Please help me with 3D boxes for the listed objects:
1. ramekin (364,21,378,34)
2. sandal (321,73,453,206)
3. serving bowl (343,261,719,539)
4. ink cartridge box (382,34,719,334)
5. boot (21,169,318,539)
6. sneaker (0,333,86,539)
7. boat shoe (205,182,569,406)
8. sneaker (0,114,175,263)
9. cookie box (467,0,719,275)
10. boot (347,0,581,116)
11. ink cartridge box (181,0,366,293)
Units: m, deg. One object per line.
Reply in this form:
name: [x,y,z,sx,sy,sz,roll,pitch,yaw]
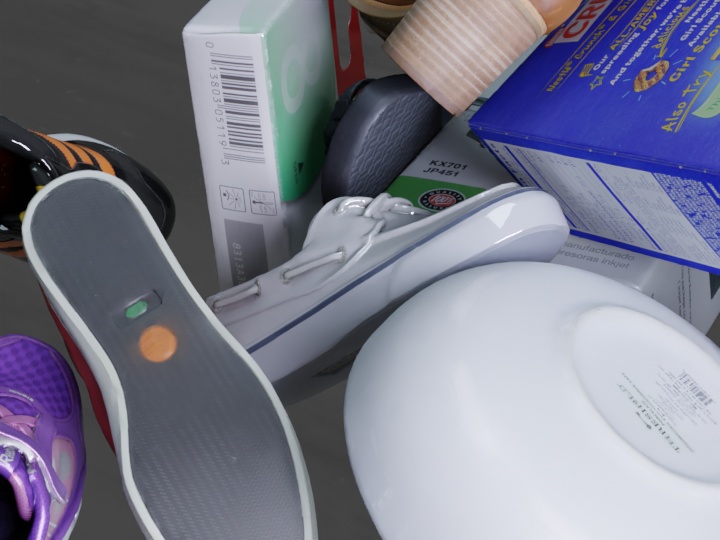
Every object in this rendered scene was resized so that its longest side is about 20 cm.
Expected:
ramekin: [0.098,-0.184,1.088,0.200,0.095,0.202,-2,8,0]
sandal: [0.008,-0.059,0.940,0.043,0.076,0.200,33,4,9]
serving bowl: [0.095,0.067,0.713,0.199,0.066,0.201,23,36,-18]
ink cartridge box: [0.106,-0.027,0.924,0.145,0.084,0.200,12,38,26]
boot: [-0.078,0.067,0.832,0.072,0.144,0.201,-26,74,-11]
sneaker: [-0.149,0.088,0.776,0.080,0.089,0.201,24,36,-8]
boat shoe: [0.000,0.000,0.825,0.199,0.066,0.073,-29,-18,34]
sneaker: [-0.156,-0.032,0.927,0.199,0.070,0.090,21,7,-45]
cookie box: [0.162,-0.083,0.756,0.171,0.075,0.200,-47,25,-11]
boot: [0.069,-0.148,0.827,0.155,0.077,0.200,-47,6,7]
ink cartridge box: [-0.020,-0.092,0.975,0.050,0.162,0.200,9,36,22]
